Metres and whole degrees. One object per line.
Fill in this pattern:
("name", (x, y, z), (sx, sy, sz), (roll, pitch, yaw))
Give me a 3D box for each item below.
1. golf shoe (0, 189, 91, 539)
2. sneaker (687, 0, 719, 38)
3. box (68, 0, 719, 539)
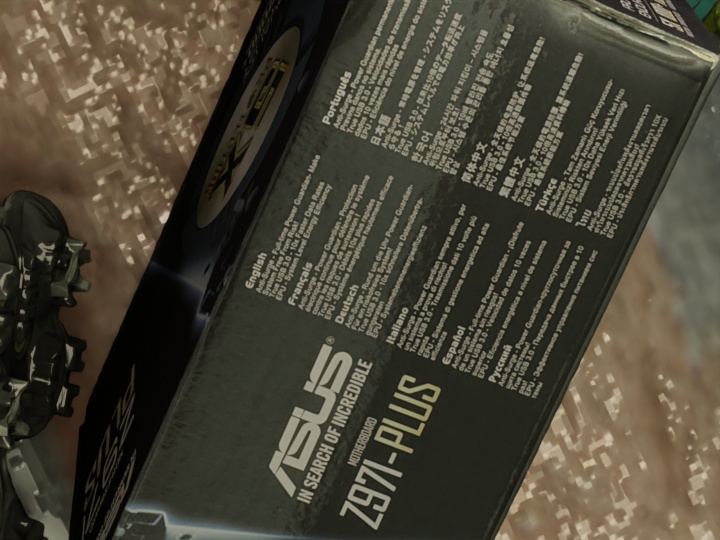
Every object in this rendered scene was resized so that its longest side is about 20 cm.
("golf shoe", (-0.134, 0.070, 0.807), (0.094, 0.078, 0.200), (12, 98, 13))
("sneaker", (0.123, -0.085, 0.832), (0.200, 0.080, 0.078), (35, 102, -11))
("box", (0.000, 0.000, 0.750), (0.086, 0.164, 0.200), (22, 106, -10))
